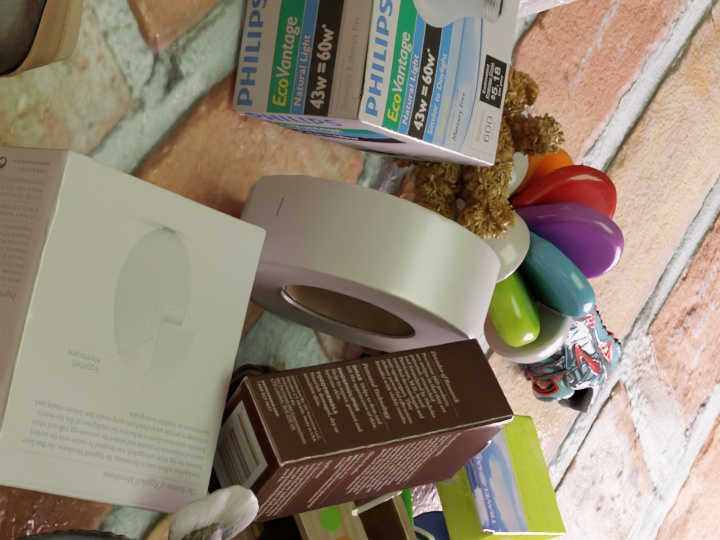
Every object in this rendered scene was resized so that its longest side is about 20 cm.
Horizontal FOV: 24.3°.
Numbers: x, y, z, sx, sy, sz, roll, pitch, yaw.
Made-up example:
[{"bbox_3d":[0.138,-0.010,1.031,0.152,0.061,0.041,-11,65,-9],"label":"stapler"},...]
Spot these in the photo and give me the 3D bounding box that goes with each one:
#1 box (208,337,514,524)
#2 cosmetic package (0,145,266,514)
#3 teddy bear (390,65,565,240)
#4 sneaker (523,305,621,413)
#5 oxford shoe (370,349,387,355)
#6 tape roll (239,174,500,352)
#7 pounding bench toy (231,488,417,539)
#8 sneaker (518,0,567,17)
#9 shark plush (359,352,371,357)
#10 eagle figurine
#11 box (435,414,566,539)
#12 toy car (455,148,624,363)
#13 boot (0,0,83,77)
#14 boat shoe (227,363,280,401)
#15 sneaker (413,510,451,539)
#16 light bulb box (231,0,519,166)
[{"bbox_3d":[-0.003,0.112,1.170,0.200,0.100,0.075,-6,60,-34],"label":"box"},{"bbox_3d":[-0.184,0.042,1.072,0.199,0.123,0.200,23,76,-53],"label":"cosmetic package"},{"bbox_3d":[0.094,-0.107,1.416,0.200,0.145,0.067,-59,142,-23],"label":"teddy bear"},{"bbox_3d":[0.198,0.082,1.642,0.200,0.079,0.096,40,66,-49],"label":"sneaker"},{"bbox_3d":[0.041,0.104,1.433,0.071,0.073,0.201,3,93,-55],"label":"oxford shoe"},{"bbox_3d":[0.000,0.000,1.253,0.202,0.202,0.071,36,68,-50],"label":"tape roll"},{"bbox_3d":[-0.001,0.214,1.280,0.200,0.124,0.156,-20,88,-39],"label":"pounding bench toy"},{"bbox_3d":[0.139,-0.308,1.480,0.200,0.080,0.147,-12,87,-73],"label":"sneaker"},{"bbox_3d":[0.032,0.079,1.375,0.200,0.083,0.091,64,34,-14],"label":"shark plush"},{"bbox_3d":[-0.150,0.217,1.087,0.151,0.200,0.152,-44,128,-38],"label":"eagle figurine"},{"bbox_3d":[0.118,0.187,1.516,0.200,0.048,0.122,17,54,-61],"label":"box"},{"bbox_3d":[0.160,-0.028,1.483,0.175,0.150,0.200,56,28,-43],"label":"toy car"},{"bbox_3d":[-0.229,-0.217,1.007,0.166,0.072,0.200,-8,106,-55],"label":"boot"},{"bbox_3d":[-0.071,0.108,1.283,0.200,0.076,0.072,-20,110,-52],"label":"boat shoe"},{"bbox_3d":[0.013,0.237,1.411,0.200,0.080,0.147,-44,134,-34],"label":"sneaker"},{"bbox_3d":[0.019,-0.197,1.308,0.200,0.125,0.199,10,87,-55],"label":"light bulb box"}]
